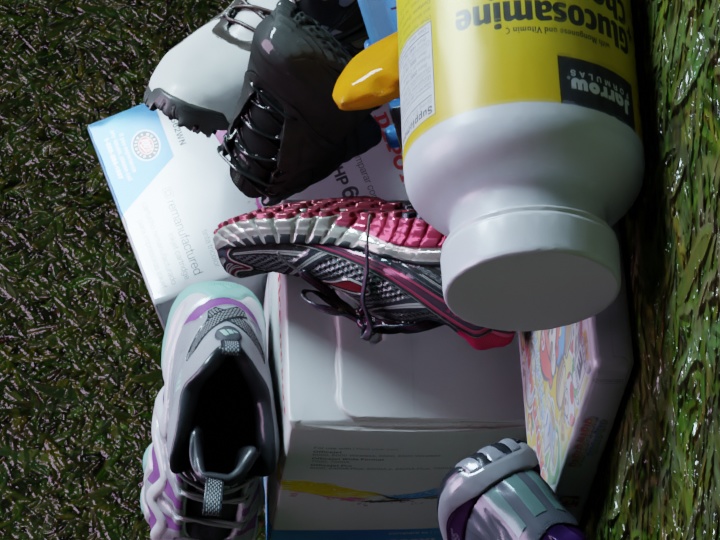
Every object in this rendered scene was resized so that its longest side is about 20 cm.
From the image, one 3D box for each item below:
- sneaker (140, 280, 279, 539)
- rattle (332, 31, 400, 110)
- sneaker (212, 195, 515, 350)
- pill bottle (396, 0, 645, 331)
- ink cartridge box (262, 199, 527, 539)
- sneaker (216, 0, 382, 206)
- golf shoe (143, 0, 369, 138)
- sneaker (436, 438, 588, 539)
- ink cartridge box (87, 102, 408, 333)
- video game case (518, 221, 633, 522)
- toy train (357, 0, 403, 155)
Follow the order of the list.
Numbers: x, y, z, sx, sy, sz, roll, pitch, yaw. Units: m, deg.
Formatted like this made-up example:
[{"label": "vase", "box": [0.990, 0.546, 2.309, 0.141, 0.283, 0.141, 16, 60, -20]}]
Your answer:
[{"label": "sneaker", "box": [-0.088, 0.120, 1.530, 0.140, 0.077, 0.201, -107, 17, -67]}, {"label": "rattle", "box": [0.041, -0.199, 1.328, 0.130, 0.142, 0.201, -114, 18, -47]}, {"label": "sneaker", "box": [0.000, 0.000, 1.434, 0.080, 0.199, 0.075, -11, -77, -50]}, {"label": "pill bottle", "box": [0.074, -0.079, 1.221, 0.112, 0.111, 0.201, 103, 167, -62]}, {"label": "ink cartridge box", "box": [0.017, 0.066, 1.581, 0.200, 0.144, 0.148, 102, 166, -63]}, {"label": "sneaker", "box": [-0.039, -0.084, 1.481, 0.076, 0.091, 0.200, 45, 172, 16]}, {"label": "golf shoe", "box": [-0.060, -0.149, 1.578, 0.200, 0.078, 0.095, -40, -28, -49]}, {"label": "sneaker", "box": [0.083, 0.178, 1.317, 0.088, 0.074, 0.200, 47, 159, 39]}, {"label": "ink cartridge box", "box": [-0.054, -0.055, 1.673, 0.085, 0.199, 0.145, 76, 171, -62]}, {"label": "video game case", "box": [0.104, 0.011, 1.341, 0.182, 0.023, 0.201, 100, 169, -56]}, {"label": "toy train", "box": [0.042, -0.130, 1.491, 0.114, 0.086, 0.201, -95, -12, -77]}]
